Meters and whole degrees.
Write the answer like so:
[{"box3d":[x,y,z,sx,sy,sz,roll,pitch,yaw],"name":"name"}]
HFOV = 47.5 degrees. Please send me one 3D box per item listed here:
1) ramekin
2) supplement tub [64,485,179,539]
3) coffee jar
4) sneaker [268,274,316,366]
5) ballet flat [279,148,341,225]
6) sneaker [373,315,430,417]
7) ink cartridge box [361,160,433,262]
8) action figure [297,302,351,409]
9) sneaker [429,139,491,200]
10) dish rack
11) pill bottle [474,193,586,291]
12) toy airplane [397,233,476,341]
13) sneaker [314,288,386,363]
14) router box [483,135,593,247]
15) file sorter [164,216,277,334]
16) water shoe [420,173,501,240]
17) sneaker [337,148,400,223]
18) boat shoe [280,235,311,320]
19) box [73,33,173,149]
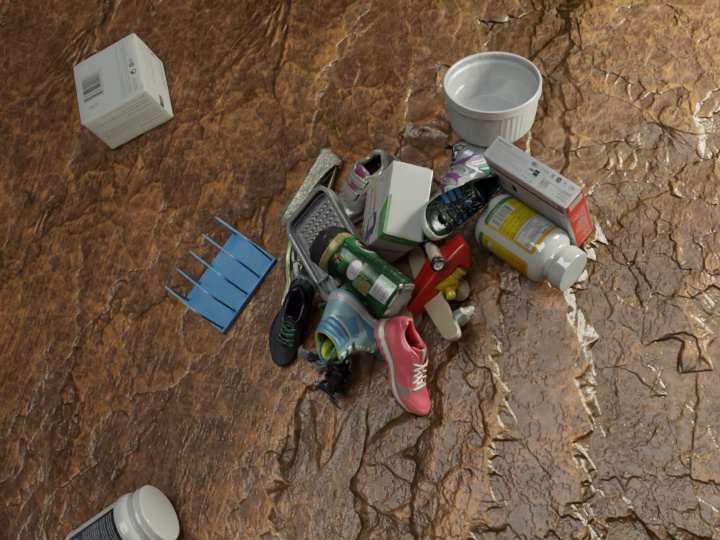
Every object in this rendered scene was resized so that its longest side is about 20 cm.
[{"box3d":[0.267,-0.343,1.665,0.197,0.106,0.202,-4,49,4],"name":"ramekin"},{"box3d":[-0.478,0.537,1.636,0.199,0.140,0.141,-35,60,7],"name":"supplement tub"},{"box3d":[0.000,0.000,1.527,0.199,0.104,0.086,39,103,19],"name":"coffee jar"},{"box3d":[-0.149,0.109,1.660,0.073,0.088,0.203,17,105,5],"name":"sneaker"},{"box3d":[-0.105,-0.178,1.811,0.071,0.072,0.202,27,82,29],"name":"ballet flat"},{"box3d":[0.093,0.179,1.532,0.086,0.073,0.203,-20,92,43],"name":"sneaker"},{"box3d":[0.066,-0.111,1.622,0.086,0.200,0.148,11,77,-10],"name":"ink cartridge box"},{"box3d":[-0.066,0.174,1.627,0.100,0.119,0.203,-2,59,11],"name":"action figure"},{"box3d":[0.198,-0.207,1.692,0.198,0.078,0.141,-31,59,-2],"name":"sneaker"},{"box3d":[-0.061,-0.056,1.667,0.172,0.043,0.202,-44,71,43],"name":"dish rack"},{"box3d":[0.323,-0.050,1.549,0.199,0.113,0.113,38,87,31],"name":"pill bottle"},{"box3d":[0.148,0.040,1.589,0.198,0.139,0.203,-11,70,60],"name":"toy airplane"},{"box3d":[-0.015,0.144,1.563,0.079,0.200,0.132,-7,45,49],"name":"sneaker"},{"box3d":[0.336,-0.147,1.544,0.199,0.180,0.049,40,87,30],"name":"router box"},{"box3d":[-0.311,0.005,1.790,0.138,0.123,0.201,33,85,30],"name":"file sorter"},{"box3d":[0.187,-0.128,1.529,0.199,0.079,0.072,-39,95,-37],"name":"water shoe"},{"box3d":[-0.001,-0.187,1.754,0.081,0.088,0.201,38,87,30],"name":"sneaker"},{"box3d":[-0.125,0.014,1.743,0.064,0.073,0.203,0,79,17],"name":"boat shoe"},{"box3d":[-0.609,-0.457,2.096,0.198,0.131,0.201,-24,62,11],"name":"box"}]
